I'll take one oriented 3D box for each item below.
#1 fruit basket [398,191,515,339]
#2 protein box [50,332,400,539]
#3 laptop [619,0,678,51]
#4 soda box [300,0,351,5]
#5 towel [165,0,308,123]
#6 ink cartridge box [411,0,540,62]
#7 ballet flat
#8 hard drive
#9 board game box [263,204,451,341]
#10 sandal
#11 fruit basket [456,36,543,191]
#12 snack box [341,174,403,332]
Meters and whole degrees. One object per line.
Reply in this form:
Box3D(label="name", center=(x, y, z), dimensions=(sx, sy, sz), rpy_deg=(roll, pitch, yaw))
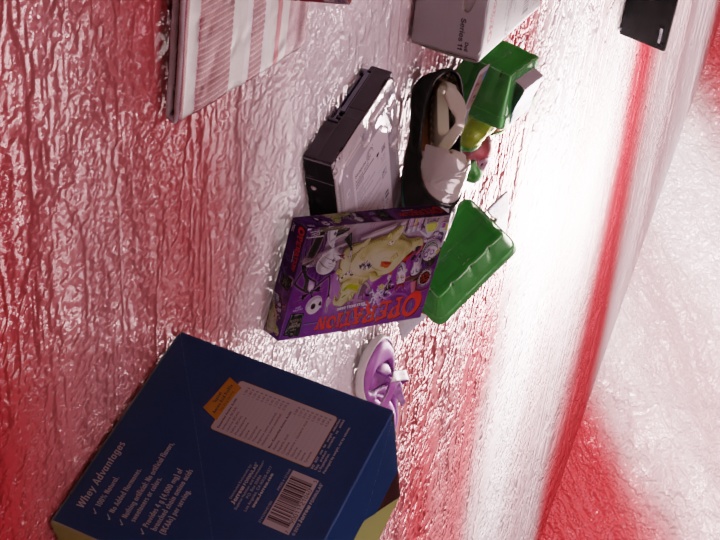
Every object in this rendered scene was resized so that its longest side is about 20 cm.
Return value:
Box3D(label="fruit basket", center=(0.104, -0.006, 1.650), dimensions=(0.185, 0.094, 0.200), rpy_deg=(-44, 173, -6))
Box3D(label="protein box", center=(-0.099, 0.190, 1.116), dimensions=(0.199, 0.199, 0.135), rpy_deg=(-59, 157, -34))
Box3D(label="laptop", center=(0.513, -0.482, 2.380), dimensions=(0.200, 0.103, 0.179), rpy_deg=(-32, 137, -62))
Box3D(label="soda box", center=(-0.050, -0.284, 0.987), dimensions=(0.070, 0.063, 0.201), rpy_deg=(-65, 150, -29))
Box3D(label="towel", center=(-0.090, -0.209, 1.061), dimensions=(0.200, 0.023, 0.145), rpy_deg=(-44, 147, -53))
Box3D(label="ink cartridge box", center=(0.133, -0.327, 1.483), dimensions=(0.200, 0.082, 0.148), rpy_deg=(-46, 149, -54))
Box3D(label="ballet flat", center=(0.081, -0.127, 1.465), dimensions=(0.068, 0.068, 0.202), rpy_deg=(-33, -130, 52))
Box3D(label="hard drive", center=(-0.003, -0.085, 1.391), dimensions=(0.201, 0.038, 0.140), rpy_deg=(84, 30, -49))
Box3D(label="board game box", center=(0.000, 0.000, 1.363), dimensions=(0.199, 0.032, 0.121), rpy_deg=(-8, 126, -44))
Box3D(label="sandal", center=(0.036, 0.147, 1.689), dimensions=(0.203, 0.049, 0.083), rpy_deg=(79, 34, -54))
Box3D(label="fruit basket", center=(0.145, -0.165, 1.652), dimensions=(0.185, 0.093, 0.202), rpy_deg=(-39, 146, -58))
Box3D(label="snack box", center=(0.032, -0.026, 1.498), dimensions=(0.072, 0.024, 0.201), rpy_deg=(-16, -137, 57))
